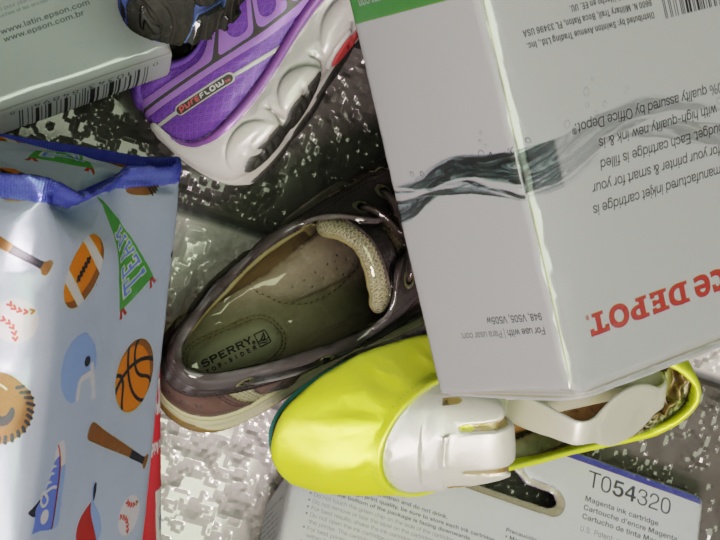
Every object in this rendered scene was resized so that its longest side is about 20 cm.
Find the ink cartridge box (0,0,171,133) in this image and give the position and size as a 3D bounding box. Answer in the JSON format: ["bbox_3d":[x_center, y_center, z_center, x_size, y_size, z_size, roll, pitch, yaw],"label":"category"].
[{"bbox_3d":[-0.201,-0.139,0.903,0.196,0.043,0.200,-20,78,-11],"label":"ink cartridge box"}]

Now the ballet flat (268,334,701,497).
[{"bbox_3d":[0.060,0.060,0.952,0.200,0.067,0.067,-10,116,-30],"label":"ballet flat"}]

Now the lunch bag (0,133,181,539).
[{"bbox_3d":[-0.181,0.029,0.800,0.200,0.124,0.170,12,99,22],"label":"lunch bag"}]

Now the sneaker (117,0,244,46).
[{"bbox_3d":[-0.073,-0.165,0.898,0.078,0.075,0.200,7,48,2],"label":"sneaker"}]

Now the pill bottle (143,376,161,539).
[{"bbox_3d":[-0.136,0.076,0.911,0.112,0.112,0.200,-1,96,-14],"label":"pill bottle"}]

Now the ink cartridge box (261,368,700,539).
[{"bbox_3d":[0.046,0.165,0.976,0.196,0.043,0.200,20,58,-14],"label":"ink cartridge box"}]

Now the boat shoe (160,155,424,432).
[{"bbox_3d":[0.000,0.000,0.954,0.200,0.065,0.073,-38,89,-14],"label":"boat shoe"}]

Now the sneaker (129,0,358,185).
[{"bbox_3d":[-0.024,-0.134,0.943,0.083,0.081,0.200,36,80,3],"label":"sneaker"}]

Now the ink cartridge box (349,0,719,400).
[{"bbox_3d":[0.086,-0.062,0.883,0.146,0.083,0.200,-16,96,-37],"label":"ink cartridge box"}]
